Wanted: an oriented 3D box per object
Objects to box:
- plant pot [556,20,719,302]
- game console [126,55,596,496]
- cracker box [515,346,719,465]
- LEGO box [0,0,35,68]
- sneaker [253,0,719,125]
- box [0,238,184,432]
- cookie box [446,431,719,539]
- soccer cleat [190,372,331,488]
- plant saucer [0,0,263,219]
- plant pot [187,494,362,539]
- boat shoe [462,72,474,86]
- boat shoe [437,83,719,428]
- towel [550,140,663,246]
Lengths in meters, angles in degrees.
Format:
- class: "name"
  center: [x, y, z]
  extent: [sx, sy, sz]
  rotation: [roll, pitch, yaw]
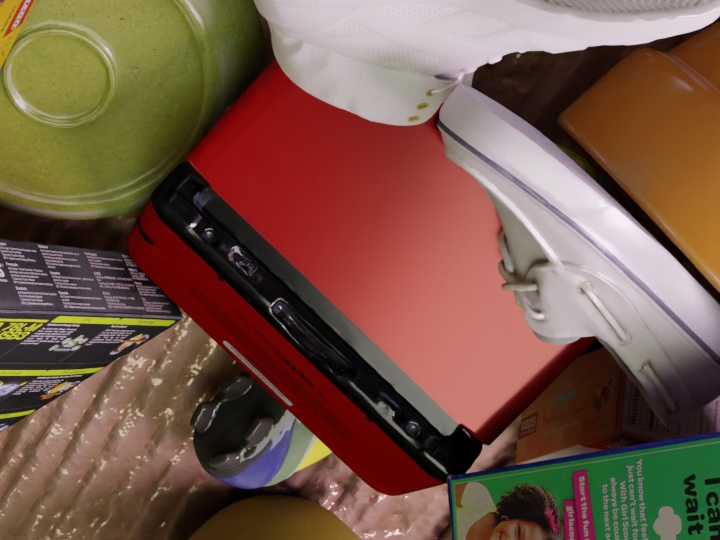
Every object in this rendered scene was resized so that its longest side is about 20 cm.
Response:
- class: "plant pot"
  center: [0.225, -0.060, 0.729]
  extent: [0.183, 0.200, 0.200]
  rotation: [-43, 119, 8]
- class: "game console"
  center: [0.000, 0.000, 0.770]
  extent: [0.200, 0.119, 0.172]
  rotation: [44, 160, -3]
- class: "cracker box"
  center: [0.204, 0.099, 0.874]
  extent: [0.198, 0.058, 0.134]
  rotation: [16, 162, -14]
- class: "LEGO box"
  center: [-0.247, -0.104, 0.697]
  extent: [0.148, 0.077, 0.200]
  rotation: [35, 119, -3]
- class: "sneaker"
  center: [0.053, -0.111, 0.650]
  extent: [0.198, 0.074, 0.116]
  rotation: [6, 159, 8]
- class: "box"
  center: [-0.217, 0.050, 0.786]
  extent: [0.192, 0.048, 0.200]
  rotation: [-33, 165, 19]
- class: "cookie box"
  center: [0.168, 0.116, 0.701]
  extent: [0.170, 0.076, 0.199]
  rotation: [7, 162, -43]
- class: "soccer cleat"
  center: [-0.007, 0.057, 0.880]
  extent: [0.199, 0.065, 0.084]
  rotation: [-35, 151, 16]
- class: "plant saucer"
  center: [-0.147, -0.101, 0.761]
  extent: [0.198, 0.031, 0.202]
  rotation: [-2, 126, -2]
- class: "plant pot"
  center: [-0.052, 0.221, 0.935]
  extent: [0.198, 0.143, 0.201]
  rotation: [-2, 127, -2]
- class: "boat shoe"
  center: [0.026, -0.093, 0.752]
  extent: [0.060, 0.074, 0.201]
  rotation: [7, 123, -9]
- class: "boat shoe"
  center: [0.093, 0.000, 0.668]
  extent: [0.066, 0.072, 0.200]
  rotation: [-47, 124, 7]
- class: "towel"
  center: [0.135, -0.009, 0.795]
  extent: [0.018, 0.086, 0.200]
  rotation: [-50, 130, -2]
